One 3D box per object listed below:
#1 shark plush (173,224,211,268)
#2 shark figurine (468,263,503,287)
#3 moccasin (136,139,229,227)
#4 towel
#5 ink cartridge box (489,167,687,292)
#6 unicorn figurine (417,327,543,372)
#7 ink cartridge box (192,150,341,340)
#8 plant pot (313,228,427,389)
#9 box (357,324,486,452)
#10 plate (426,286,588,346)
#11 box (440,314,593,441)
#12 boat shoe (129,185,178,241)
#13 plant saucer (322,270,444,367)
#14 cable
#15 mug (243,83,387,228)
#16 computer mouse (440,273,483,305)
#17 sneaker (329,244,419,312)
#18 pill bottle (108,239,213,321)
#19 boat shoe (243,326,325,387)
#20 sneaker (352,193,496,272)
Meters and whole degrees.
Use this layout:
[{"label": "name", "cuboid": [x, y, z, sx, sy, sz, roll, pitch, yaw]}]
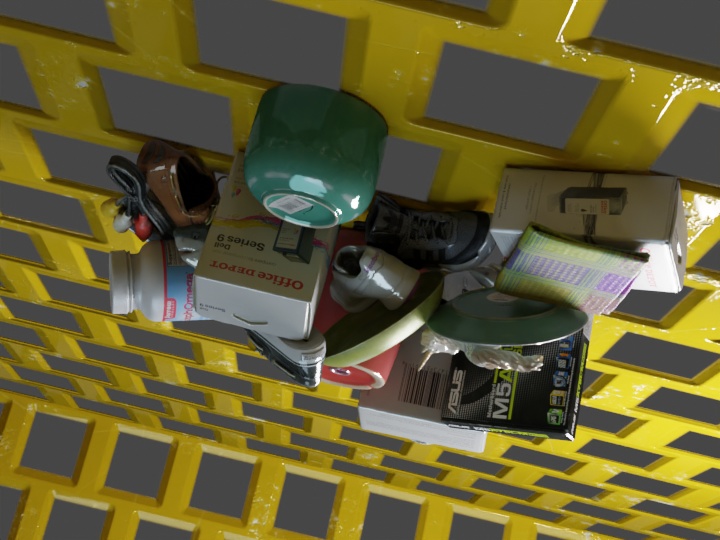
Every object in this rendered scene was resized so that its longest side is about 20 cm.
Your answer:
[{"label": "shark plush", "cuboid": [-0.134, -0.045, 1.500, 0.198, 0.084, 0.091, -22, 177, -11]}, {"label": "shark figurine", "cuboid": [0.259, 0.039, 1.560, 0.213, 0.091, 0.128, -1, 157, 40]}, {"label": "moccasin", "cuboid": [-0.213, -0.101, 1.519, 0.077, 0.074, 0.202, 14, 154, 23]}, {"label": "towel", "cuboid": [0.232, 0.002, 1.318, 0.142, 0.023, 0.200, 14, 161, 2]}, {"label": "ink cartridge box", "cuboid": [0.262, -0.045, 1.327, 0.198, 0.086, 0.146, 7, 160, 23]}, {"label": "unicorn figurine", "cuboid": [0.150, 0.087, 1.458, 0.135, 0.075, 0.200, -5, 179, -7]}, {"label": "ink cartridge box", "cuboid": [-0.107, -0.032, 1.416, 0.143, 0.202, 0.088, 13, 145, 3]}, {"label": "plant pot", "cuboid": [-0.014, 0.062, 1.663, 0.198, 0.179, 0.201, 11, 161, 4]}, {"label": "box", "cuboid": [0.111, 0.151, 1.791, 0.196, 0.202, 0.131, 11, 159, 6]}, {"label": "plate", "cuboid": [0.178, 0.049, 1.435, 0.197, 0.026, 0.200, -4, -164, 1]}, {"label": "box", "cuboid": [0.222, 0.130, 1.660, 0.191, 0.202, 0.047, 4, 160, 27]}, {"label": "boat shoe", "cuboid": [-0.248, -0.051, 1.661, 0.201, 0.087, 0.074, 37, 121, -26]}, {"label": "plant saucer", "cuboid": [0.027, 0.066, 1.483, 0.199, 0.200, 0.031, -18, 108, 55]}, {"label": "cable", "cuboid": [-0.288, -0.081, 1.496, 0.097, 0.051, 0.200, 33, 165, -2]}, {"label": "mug", "cuboid": [-0.050, -0.110, 1.308, 0.150, 0.116, 0.185, 8, 159, 15]}, {"label": "computer mouse", "cuboid": [0.138, 0.036, 1.607, 0.108, 0.044, 0.200, 8, -167, -4]}, {"label": "sneaker", "cuboid": [0.000, 0.000, 1.487, 0.099, 0.075, 0.200, 36, 162, -18]}, {"label": "pill bottle", "cuboid": [-0.234, 0.012, 1.575, 0.197, 0.110, 0.109, -2, 164, -15]}, {"label": "boat shoe", "cuboid": [-0.111, 0.079, 1.461, 0.071, 0.072, 0.200, -12, -147, -28]}, {"label": "sneaker", "cuboid": [0.075, -0.048, 1.451, 0.113, 0.076, 0.199, 24, 161, -34]}]
